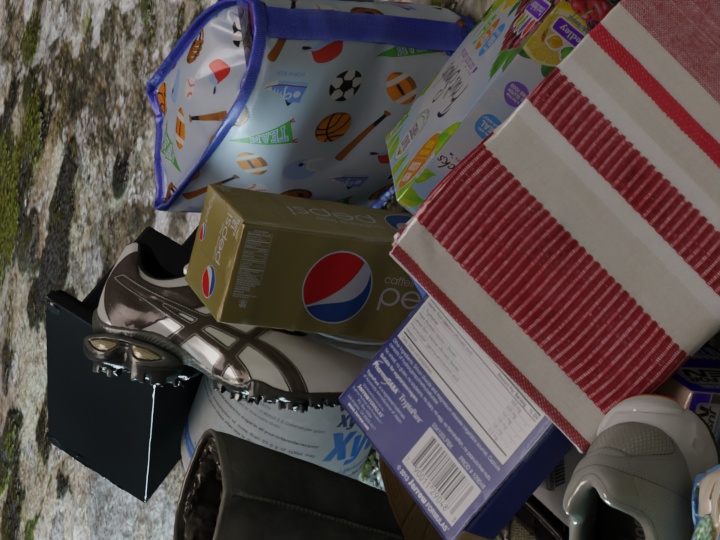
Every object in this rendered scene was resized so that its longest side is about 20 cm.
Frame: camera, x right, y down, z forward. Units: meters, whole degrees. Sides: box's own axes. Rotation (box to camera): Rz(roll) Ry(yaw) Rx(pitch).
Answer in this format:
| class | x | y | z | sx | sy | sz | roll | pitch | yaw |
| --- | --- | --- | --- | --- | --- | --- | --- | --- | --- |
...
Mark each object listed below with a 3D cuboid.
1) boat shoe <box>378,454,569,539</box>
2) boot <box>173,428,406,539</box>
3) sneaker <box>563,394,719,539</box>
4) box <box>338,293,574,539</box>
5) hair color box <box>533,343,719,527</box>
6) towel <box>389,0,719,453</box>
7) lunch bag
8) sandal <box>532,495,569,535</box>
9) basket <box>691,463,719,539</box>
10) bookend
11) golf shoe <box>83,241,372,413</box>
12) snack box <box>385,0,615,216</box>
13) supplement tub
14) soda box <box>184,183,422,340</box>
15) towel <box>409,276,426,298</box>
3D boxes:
| class | x | y | z | sx | sy | sz | roll | pitch | yaw |
| --- | --- | --- | --- | --- | --- | --- | --- | --- | --- |
| boat shoe | 0.086 | 0.158 | 1.017 | 0.200 | 0.065 | 0.073 | 51 | 144 | 25 |
| boot | -0.008 | 0.131 | 1.093 | 0.073 | 0.199 | 0.183 | -43 | 35 | 52 |
| sneaker | 0.127 | 0.165 | 0.856 | 0.075 | 0.092 | 0.201 | -2 | 108 | 37 |
| box | 0.085 | 0.032 | 0.947 | 0.200 | 0.032 | 0.121 | -52 | 47 | 14 |
| hair color box | 0.133 | 0.077 | 0.989 | 0.200 | 0.064 | 0.110 | 38 | 119 | 58 |
| towel | 0.128 | -0.031 | 0.875 | 0.144 | 0.023 | 0.200 | 46 | 104 | 5 |
| lunch bag | -0.034 | -0.122 | 1.239 | 0.200 | 0.169 | 0.125 | 139 | 127 | -57 |
| sandal | 0.094 | 0.208 | 1.067 | 0.075 | 0.048 | 0.202 | -15 | 72 | 62 |
| basket | 0.205 | 0.154 | 0.741 | 0.200 | 0.138 | 0.178 | 172 | 102 | -73 |
| bookend | -0.132 | 0.029 | 1.331 | 0.199 | 0.092 | 0.200 | -53 | -13 | -31 |
| golf shoe | -0.072 | 0.034 | 1.143 | 0.078 | 0.199 | 0.095 | 22 | -101 | -81 |
| snack box | 0.077 | -0.096 | 0.996 | 0.143 | 0.053 | 0.200 | -52 | 8 | 9 |
| supplement tub | -0.039 | 0.068 | 1.267 | 0.201 | 0.131 | 0.132 | -68 | 32 | 34 |
| soda box | 0.000 | 0.000 | 1.113 | 0.068 | 0.199 | 0.064 | 43 | 121 | 58 |
| towel | 0.109 | -0.037 | 1.004 | 0.200 | 0.024 | 0.145 | -52 | 33 | 15 |
